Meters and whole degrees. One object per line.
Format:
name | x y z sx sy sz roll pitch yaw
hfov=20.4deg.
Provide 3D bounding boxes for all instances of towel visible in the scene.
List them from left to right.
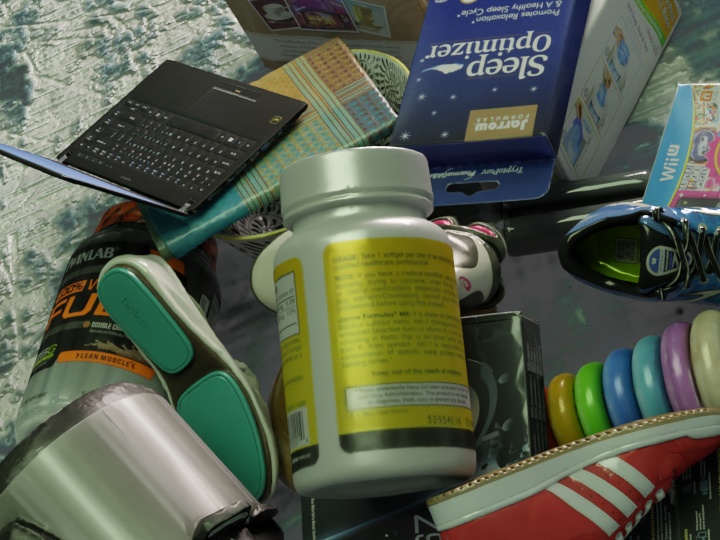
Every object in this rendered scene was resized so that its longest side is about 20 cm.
towel | -0.078 -0.092 1.484 0.199 0.022 0.147 -28 38 -3

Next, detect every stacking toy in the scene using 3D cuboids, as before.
stacking toy | 0.154 0.090 1.317 0.198 0.085 0.086 -16 47 22

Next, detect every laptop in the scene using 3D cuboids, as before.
laptop | -0.175 -0.112 1.463 0.177 0.104 0.200 22 58 44

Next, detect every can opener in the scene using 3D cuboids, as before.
can opener | 0.116 -0.041 1.431 0.198 0.067 0.053 -5 52 3

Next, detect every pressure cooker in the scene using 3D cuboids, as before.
pressure cooker | -0.139 0.194 1.302 0.179 0.176 0.200 -44 73 -4

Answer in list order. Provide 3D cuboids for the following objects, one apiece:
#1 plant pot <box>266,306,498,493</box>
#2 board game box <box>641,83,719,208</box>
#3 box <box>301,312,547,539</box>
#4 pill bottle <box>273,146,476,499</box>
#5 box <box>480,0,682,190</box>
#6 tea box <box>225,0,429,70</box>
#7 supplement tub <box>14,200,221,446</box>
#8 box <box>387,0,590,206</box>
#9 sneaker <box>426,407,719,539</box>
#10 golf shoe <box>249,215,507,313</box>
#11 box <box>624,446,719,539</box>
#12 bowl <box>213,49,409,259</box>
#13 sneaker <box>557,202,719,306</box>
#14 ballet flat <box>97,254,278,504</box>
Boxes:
plant pot | 0.008 0.070 1.412 0.199 0.028 0.201 -27 36 21
board game box | 0.299 -0.054 1.364 0.198 0.064 0.148 1 55 31
box | 0.042 0.137 1.290 0.159 0.043 0.202 -7 78 21
pill bottle | 0.006 0.033 1.229 0.113 0.114 0.202 -10 77 21
box | 0.146 -0.162 1.508 0.112 0.102 0.201 13 61 35
tea box | 0.011 -0.275 1.653 0.199 0.134 0.198 8 57 33
supplement tub | -0.174 0.056 1.489 0.121 0.123 0.201 -6 51 24
box | 0.092 -0.135 1.422 0.120 0.032 0.201 -3 54 26
sneaker | 0.146 0.157 1.206 0.198 0.071 0.113 -18 83 -16
golf shoe | 0.000 0.000 1.362 0.198 0.078 0.088 -5 10 30
box | 0.228 0.194 1.211 0.159 0.044 0.201 -13 49 19
bowl | -0.029 -0.066 1.522 0.199 0.094 0.202 -20 38 16
sneaker | 0.218 -0.005 1.286 0.198 0.089 0.079 0 97 30
ballet flat | -0.109 0.069 1.412 0.069 0.069 0.201 -34 90 0
